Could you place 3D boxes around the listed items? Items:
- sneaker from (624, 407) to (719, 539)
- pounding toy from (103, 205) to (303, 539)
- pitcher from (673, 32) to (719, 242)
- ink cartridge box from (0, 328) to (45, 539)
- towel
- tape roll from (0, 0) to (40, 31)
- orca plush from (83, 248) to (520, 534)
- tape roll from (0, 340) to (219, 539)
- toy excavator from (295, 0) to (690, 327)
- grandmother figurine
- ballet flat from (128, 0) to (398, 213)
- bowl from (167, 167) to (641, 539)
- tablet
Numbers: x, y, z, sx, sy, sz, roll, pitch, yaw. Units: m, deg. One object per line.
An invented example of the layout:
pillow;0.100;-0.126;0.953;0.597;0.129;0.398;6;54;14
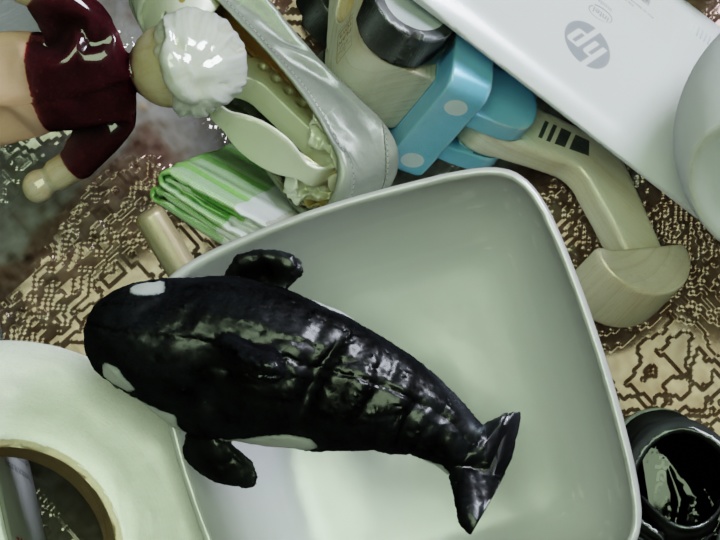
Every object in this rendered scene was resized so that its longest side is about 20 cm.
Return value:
sneaker;0.152;0.163;1.455;0.070;0.099;0.201;-2;81;0
pounding toy;-0.045;0.099;1.450;0.183;0.142;0.201;17;82;4
pitcher;0.247;-0.071;1.457;0.171;0.121;0.200;38;39;0
ink cartridge box;-0.215;0.074;1.457;0.084;0.146;0.201;-13;80;-1
towel;0.000;0.000;1.469;0.200;0.149;0.031;30;102;8
tape roll;-0.217;-0.202;1.482;0.200;0.201;0.066;-26;40;-3
orca plush;-0.034;0.057;1.290;0.200;0.071;0.105;33;96;8
tape roll;-0.163;0.134;1.355;0.202;0.037;0.204;2;79;-13
toy excavator;0.074;-0.082;1.496;0.199;0.100;0.195;17;51;-19
grandmother figurine;-0.152;-0.093;1.417;0.199;0.122;0.061;-5;38;9
ballet flat;-0.064;-0.104;1.454;0.200;0.067;0.064;46;45;11
bowl;0.019;0.067;1.353;0.199;0.075;0.200;-18;87;9
tablet;0.116;-0.123;1.485;0.200;0.014;0.130;36;45;-11
